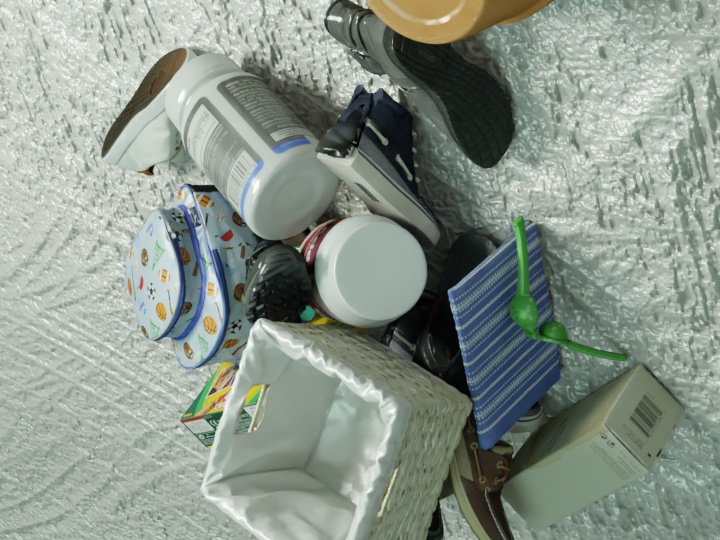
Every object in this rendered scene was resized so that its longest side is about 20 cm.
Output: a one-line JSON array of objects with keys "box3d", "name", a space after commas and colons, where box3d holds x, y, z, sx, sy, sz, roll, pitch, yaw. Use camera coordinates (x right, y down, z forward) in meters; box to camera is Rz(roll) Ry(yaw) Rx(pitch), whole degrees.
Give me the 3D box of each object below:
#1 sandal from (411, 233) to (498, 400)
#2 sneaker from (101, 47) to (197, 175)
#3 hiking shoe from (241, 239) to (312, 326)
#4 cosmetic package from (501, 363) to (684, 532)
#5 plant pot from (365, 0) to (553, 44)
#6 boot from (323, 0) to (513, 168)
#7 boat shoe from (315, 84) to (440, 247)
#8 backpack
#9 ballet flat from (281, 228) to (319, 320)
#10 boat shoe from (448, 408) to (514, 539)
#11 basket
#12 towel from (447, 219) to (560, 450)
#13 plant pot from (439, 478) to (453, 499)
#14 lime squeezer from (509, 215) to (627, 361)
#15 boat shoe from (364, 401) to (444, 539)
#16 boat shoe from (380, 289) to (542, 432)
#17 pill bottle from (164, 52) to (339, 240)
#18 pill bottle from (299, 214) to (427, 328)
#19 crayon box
[{"box3d": [0.093, 0.058, 1.408, 0.074, 0.204, 0.048, 9, 173, 22], "name": "sandal"}, {"box3d": [-0.221, -0.180, 1.575, 0.084, 0.074, 0.200, 24, 140, -24], "name": "sneaker"}, {"box3d": [-0.097, 0.008, 1.432, 0.201, 0.075, 0.102, 103, 152, -65], "name": "hiking shoe"}, {"box3d": [0.241, 0.191, 1.450, 0.073, 0.104, 0.200, 45, 139, -2], "name": "cosmetic package"}, {"box3d": [0.081, -0.284, 1.160, 0.198, 0.140, 0.202, 23, 136, 24], "name": "plant pot"}, {"box3d": [0.059, -0.188, 1.320, 0.200, 0.070, 0.131, 50, 167, -35], "name": "boot"}, {"box3d": [0.039, -0.106, 1.402, 0.074, 0.094, 0.200, 19, 164, 39], "name": "boat shoe"}, {"box3d": [-0.181, 0.014, 1.590, 0.192, 0.152, 0.201, 61, 145, 20], "name": "backpack"}, {"box3d": [-0.071, -0.042, 1.546, 0.067, 0.068, 0.202, 5, 126, 39], "name": "ballet flat"}, {"box3d": [0.129, 0.203, 1.444, 0.071, 0.072, 0.203, -22, 91, 12], "name": "boat shoe"}, {"box3d": [-0.020, 0.174, 1.358, 0.199, 0.160, 0.201, 28, 106, 34], "name": "basket"}, {"box3d": [0.148, 0.067, 1.395, 0.024, 0.144, 0.202, 15, 132, 40], "name": "towel"}, {"box3d": [0.025, 0.179, 1.574, 0.198, 0.199, 0.137, 0, 104, 40], "name": "plant pot"}, {"box3d": [0.190, 0.043, 1.373, 0.200, 0.071, 0.038, 49, 154, -21], "name": "lime squeezer"}, {"box3d": [0.048, 0.198, 1.441, 0.070, 0.072, 0.203, -26, 85, 41], "name": "boat shoe"}, {"box3d": [0.117, 0.096, 1.490, 0.198, 0.075, 0.094, 24, 125, 8], "name": "boat shoe"}, {"box3d": [-0.119, -0.135, 1.434, 0.200, 0.113, 0.115, 49, 147, 34], "name": "pill bottle"}, {"box3d": [0.000, 0.000, 1.422, 0.115, 0.114, 0.200, 51, 171, -8], "name": "pill bottle"}, {"box3d": [-0.101, 0.119, 1.616, 0.058, 0.173, 0.199, 48, 144, -20], "name": "crayon box"}]
